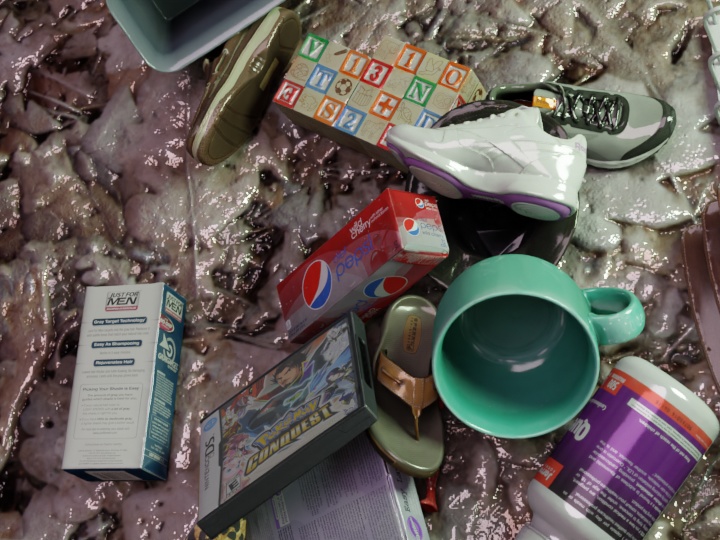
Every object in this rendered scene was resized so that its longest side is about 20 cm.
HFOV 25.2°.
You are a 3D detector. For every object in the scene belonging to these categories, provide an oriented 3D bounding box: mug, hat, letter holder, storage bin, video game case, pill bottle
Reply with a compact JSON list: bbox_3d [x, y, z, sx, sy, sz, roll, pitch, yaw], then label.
[{"bbox_3d":[0.158,0.066,1.499,0.183,0.115,0.153,13,114,-3],"label":"mug"},{"bbox_3d":[0.136,-0.064,1.604,0.198,0.081,0.203,-4,77,18],"label":"hat"},{"bbox_3d":[0.366,0.019,1.469,0.141,0.101,0.202,-18,66,17],"label":"letter holder"},{"bbox_3d":[-0.183,-0.340,1.800,0.199,0.146,0.135,-32,23,7],"label":"storage bin"},{"bbox_3d":[-0.073,0.143,1.534,0.199,0.026,0.181,-37,24,13],"label":"video game case"},{"bbox_3d":[0.227,0.185,1.456,0.112,0.112,0.201,35,85,29],"label":"pill bottle"}]

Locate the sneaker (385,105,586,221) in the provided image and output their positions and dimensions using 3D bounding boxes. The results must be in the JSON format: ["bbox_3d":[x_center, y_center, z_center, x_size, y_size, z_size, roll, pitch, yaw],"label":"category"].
[{"bbox_3d":[0.123,-0.115,1.545,0.198,0.075,0.101,17,77,15],"label":"sneaker"}]

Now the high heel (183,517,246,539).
[{"bbox_3d":[-0.116,0.319,1.545,0.142,0.071,0.202,37,116,34],"label":"high heel"}]

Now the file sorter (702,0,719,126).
[{"bbox_3d":[0.400,-0.189,1.523,0.137,0.124,0.202,-10,67,19],"label":"file sorter"}]

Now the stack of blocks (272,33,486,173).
[{"bbox_3d":[0.019,-0.185,1.713,0.199,0.059,0.116,25,81,28],"label":"stack of blocks"}]

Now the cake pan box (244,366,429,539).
[{"bbox_3d":[-0.035,0.217,1.562,0.183,0.052,0.202,-33,59,28],"label":"cake pan box"}]

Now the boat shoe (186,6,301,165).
[{"bbox_3d":[-0.143,-0.207,1.785,0.074,0.075,0.203,20,67,30],"label":"boat shoe"}]

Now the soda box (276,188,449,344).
[{"bbox_3d":[0.000,0.000,1.596,0.200,0.063,0.071,-39,55,41],"label":"soda box"}]

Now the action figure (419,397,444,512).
[{"bbox_3d":[0.057,0.133,1.585,0.065,0.052,0.202,-4,67,26],"label":"action figure"}]

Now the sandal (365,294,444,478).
[{"bbox_3d":[0.051,0.101,1.526,0.081,0.055,0.202,16,53,-8],"label":"sandal"}]

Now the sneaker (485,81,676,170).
[{"bbox_3d":[0.215,-0.150,1.610,0.198,0.079,0.075,4,70,22],"label":"sneaker"}]

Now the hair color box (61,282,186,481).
[{"bbox_3d":[-0.249,0.119,1.706,0.099,0.061,0.202,-3,70,21],"label":"hair color box"}]
